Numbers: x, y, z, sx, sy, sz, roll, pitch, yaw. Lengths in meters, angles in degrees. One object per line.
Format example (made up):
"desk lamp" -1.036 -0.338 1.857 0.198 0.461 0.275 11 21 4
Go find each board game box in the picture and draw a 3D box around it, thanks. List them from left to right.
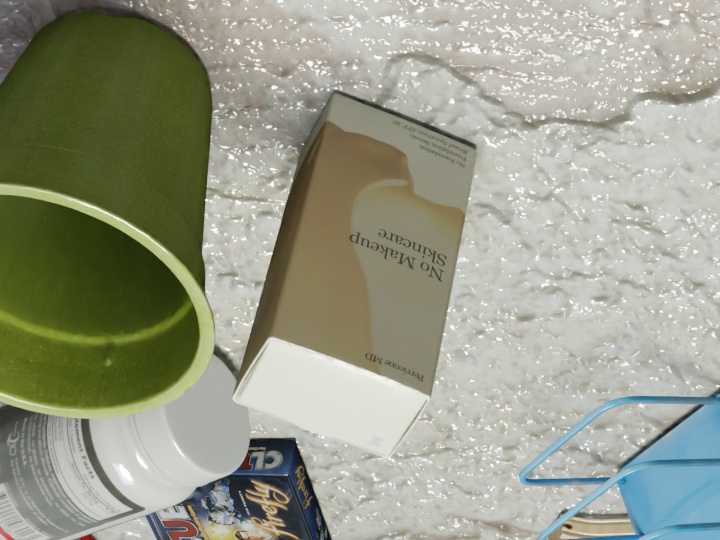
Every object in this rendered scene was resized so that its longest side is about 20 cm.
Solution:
"board game box" -0.096 0.210 1.497 0.135 0.035 0.201 -1 137 15

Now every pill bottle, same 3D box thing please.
"pill bottle" -0.185 0.129 1.367 0.199 0.114 0.114 -22 129 33

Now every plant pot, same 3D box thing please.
"plant pot" -0.164 -0.048 1.103 0.199 0.191 0.201 7 139 6

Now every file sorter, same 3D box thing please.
"file sorter" 0.208 0.200 1.261 0.122 0.201 0.139 2 148 -33

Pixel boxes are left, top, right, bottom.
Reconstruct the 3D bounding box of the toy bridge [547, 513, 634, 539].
"toy bridge" 0.248 0.222 1.433 0.199 0.027 0.067 16 138 -5

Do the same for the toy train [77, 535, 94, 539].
"toy train" -0.244 0.236 1.567 0.046 0.034 0.200 -26 127 20

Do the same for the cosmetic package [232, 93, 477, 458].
"cosmetic package" 0.000 0.000 1.109 0.105 0.201 0.071 20 139 -10
